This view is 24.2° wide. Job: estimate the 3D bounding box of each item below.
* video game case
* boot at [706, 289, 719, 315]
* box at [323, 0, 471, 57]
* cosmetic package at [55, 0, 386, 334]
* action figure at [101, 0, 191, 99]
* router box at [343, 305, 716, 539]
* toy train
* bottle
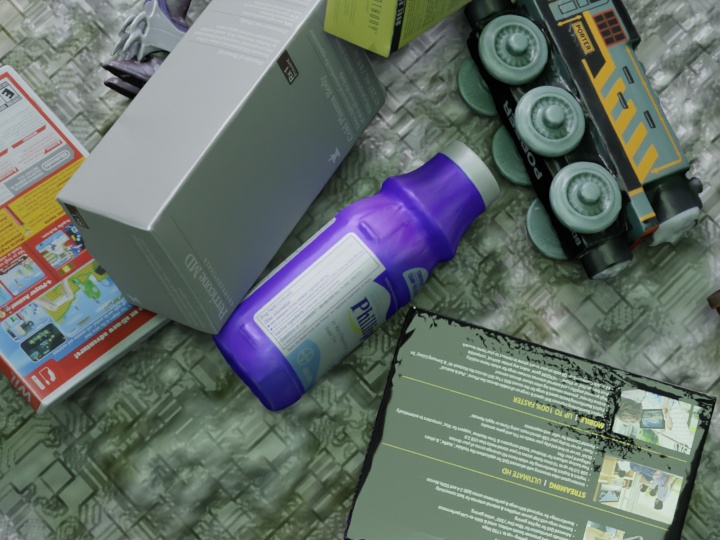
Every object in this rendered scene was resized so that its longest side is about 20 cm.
[{"bbox_3d":[-0.210,-0.024,1.048,0.200,0.017,0.143,47,53,7],"label":"video game case"},{"bbox_3d":[0.319,0.015,1.057,0.198,0.074,0.076,-13,88,-6],"label":"boot"},{"bbox_3d":[0.053,-0.204,1.039,0.050,0.076,0.200,26,39,22],"label":"box"},{"bbox_3d":[-0.081,-0.075,1.021,0.090,0.107,0.201,15,62,34],"label":"cosmetic package"},{"bbox_3d":[-0.110,-0.208,1.076,0.069,0.130,0.202,20,82,-21],"label":"action figure"},{"bbox_3d":[0.103,0.122,1.035,0.198,0.051,0.151,17,80,3],"label":"router box"},{"bbox_3d":[0.141,-0.097,1.073,0.113,0.085,0.201,-22,79,-15],"label":"toy train"},{"bbox_3d":[0.000,0.000,1.045,0.200,0.084,0.065,-41,70,-10],"label":"bottle"}]
